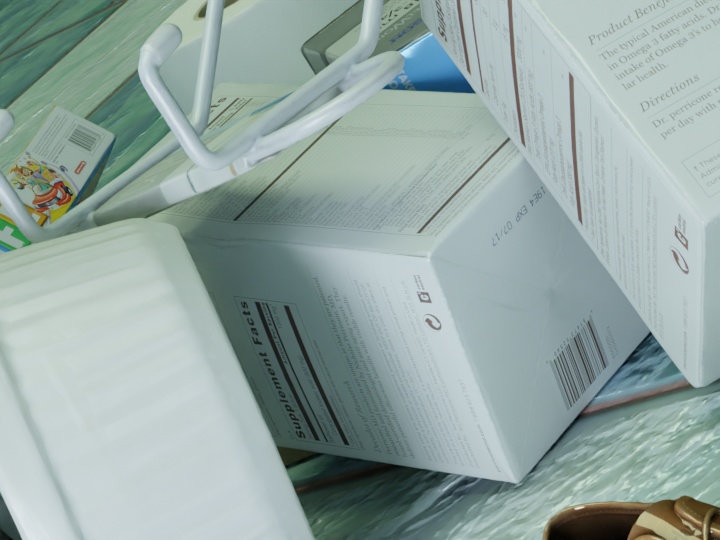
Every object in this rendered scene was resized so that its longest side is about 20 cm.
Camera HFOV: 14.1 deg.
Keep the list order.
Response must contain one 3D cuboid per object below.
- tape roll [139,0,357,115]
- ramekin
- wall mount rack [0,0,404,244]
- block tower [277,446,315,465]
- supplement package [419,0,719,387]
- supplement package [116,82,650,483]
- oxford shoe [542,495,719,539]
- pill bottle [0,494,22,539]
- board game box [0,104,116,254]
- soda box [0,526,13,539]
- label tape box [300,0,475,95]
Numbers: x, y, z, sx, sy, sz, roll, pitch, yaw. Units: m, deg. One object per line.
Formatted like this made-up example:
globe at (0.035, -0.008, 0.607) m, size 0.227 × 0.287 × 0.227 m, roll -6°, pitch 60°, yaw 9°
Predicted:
tape roll at (-0.057, -0.181, 2.066) m, size 0.202 × 0.071 × 0.203 m, roll -33°, pitch 15°, yaw 10°
ramekin at (-0.080, 0.073, 1.087) m, size 0.094 × 0.203 × 0.202 m, roll -24°, pitch 14°, yaw -4°
wall mount rack at (-0.052, -0.084, 1.119) m, size 0.199 × 0.075 × 0.174 m, roll -20°, pitch 16°, yaw 48°
block tower at (0.001, 0.011, 1.363) m, size 0.058 × 0.054 × 0.200 m, roll -23°, pitch 19°, yaw 36°
supplement package at (0.115, -0.082, 1.051) m, size 0.116 × 0.200 × 0.118 m, roll -28°, pitch -30°, yaw -10°
supplement package at (0.000, 0.000, 1.184) m, size 0.199 × 0.110 × 0.114 m, roll 6°, pitch 39°, yaw 42°
oxford shoe at (0.108, 0.099, 0.819) m, size 0.071 × 0.072 × 0.200 m, roll -39°, pitch 17°, yaw -23°
pill bottle at (-0.103, 0.046, 1.366) m, size 0.110 × 0.111 × 0.200 m, roll -24°, pitch 18°, yaw 34°
board game box at (-0.179, 0.029, 1.338) m, size 0.135 × 0.034 × 0.200 m, roll -63°, pitch 0°, yaw 36°
soda box at (-0.184, 0.144, 1.331) m, size 0.068 × 0.064 × 0.200 m, roll -31°, pitch 14°, yaw 12°
label tape box at (0.056, -0.049, 1.250) m, size 0.063 × 0.145 × 0.200 m, roll -36°, pitch 14°, yaw -7°
